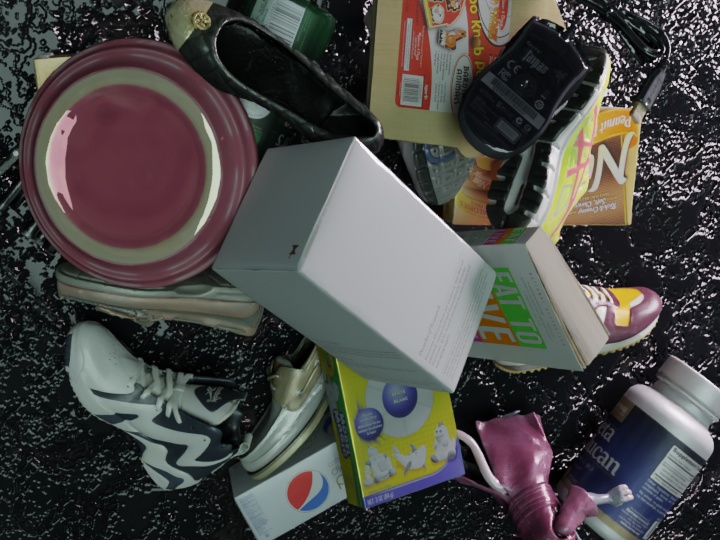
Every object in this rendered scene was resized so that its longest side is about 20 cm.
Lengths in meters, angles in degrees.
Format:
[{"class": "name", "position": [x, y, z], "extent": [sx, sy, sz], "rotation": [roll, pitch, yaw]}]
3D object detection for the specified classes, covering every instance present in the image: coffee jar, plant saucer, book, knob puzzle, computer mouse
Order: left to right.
[{"class": "plant saucer", "position": [-0.182, -0.084, 0.727], "extent": [0.196, 0.051, 0.205], "rotation": [0, 100, 0]}, {"class": "coffee jar", "position": [-0.096, -0.146, 0.795], "extent": [0.084, 0.104, 0.203], "rotation": [23, 99, -10]}, {"class": "knob puzzle", "position": [0.096, -0.200, 0.787], "extent": [0.215, 0.030, 0.225], "rotation": [-3, 98, -23]}, {"class": "book", "position": [0.121, 0.022, 0.852], "extent": [0.048, 0.198, 0.135], "rotation": [-43, 112, -27]}, {"class": "computer mouse", "position": [0.176, -0.156, 0.774], "extent": [0.139, 0.046, 0.202], "rotation": [35, 76, 0]}]

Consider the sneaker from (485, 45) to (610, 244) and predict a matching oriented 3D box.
[{"class": "sneaker", "position": [0.185, -0.113, 0.843], "extent": [0.090, 0.077, 0.203], "rotation": [31, 82, -46]}]

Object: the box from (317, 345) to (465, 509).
[{"class": "box", "position": [0.026, 0.110, 0.860], "extent": [0.115, 0.048, 0.204], "rotation": [-12, 89, -25]}]

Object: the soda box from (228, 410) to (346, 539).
[{"class": "soda box", "position": [-0.034, 0.194, 0.924], "extent": [0.197, 0.068, 0.065], "rotation": [-28, 110, -5]}]

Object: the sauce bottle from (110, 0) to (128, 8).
[{"class": "sauce bottle", "position": [-0.143, -0.302, 0.764], "extent": [0.199, 0.066, 0.066], "rotation": [-38, 111, 0]}]

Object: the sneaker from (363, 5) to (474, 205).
[{"class": "sneaker", "position": [0.054, -0.162, 0.838], "extent": [0.073, 0.087, 0.204], "rotation": [-16, 102, -24]}]

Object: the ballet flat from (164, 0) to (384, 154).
[{"class": "ballet flat", "position": [-0.063, -0.156, 0.706], "extent": [0.198, 0.057, 0.067], "rotation": [31, 73, -7]}]

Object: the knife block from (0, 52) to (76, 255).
[{"class": "knife block", "position": [-0.226, -0.103, 0.795], "extent": [0.196, 0.064, 0.179], "rotation": [-8, 107, -13]}]

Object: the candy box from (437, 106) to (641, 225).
[{"class": "candy box", "position": [0.179, -0.107, 0.903], "extent": [0.196, 0.055, 0.118], "rotation": [-1, 103, -15]}]

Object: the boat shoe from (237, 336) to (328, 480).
[{"class": "boat shoe", "position": [-0.062, 0.111, 0.896], "extent": [0.068, 0.075, 0.201], "rotation": [41, 81, -20]}]

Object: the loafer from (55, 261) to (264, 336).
[{"class": "loafer", "position": [-0.184, 0.031, 0.842], "extent": [0.196, 0.072, 0.064], "rotation": [4, 112, -18]}]

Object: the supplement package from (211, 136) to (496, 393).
[{"class": "supplement package", "position": [0.000, 0.000, 0.739], "extent": [0.199, 0.116, 0.119], "rotation": [39, 66, -37]}]

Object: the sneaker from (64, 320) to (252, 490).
[{"class": "sneaker", "position": [-0.173, 0.113, 0.835], "extent": [0.128, 0.080, 0.201], "rotation": [-21, 112, 20]}]

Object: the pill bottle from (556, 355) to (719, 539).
[{"class": "pill bottle", "position": [0.316, 0.199, 0.994], "extent": [0.110, 0.111, 0.201], "rotation": [35, 94, -20]}]

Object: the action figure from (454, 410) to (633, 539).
[{"class": "action figure", "position": [0.177, 0.235, 0.919], "extent": [0.147, 0.201, 0.135], "rotation": [15, 122, -41]}]

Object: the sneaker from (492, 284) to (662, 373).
[{"class": "sneaker", "position": [0.227, 0.039, 0.946], "extent": [0.196, 0.075, 0.092], "rotation": [-18, 114, -10]}]
